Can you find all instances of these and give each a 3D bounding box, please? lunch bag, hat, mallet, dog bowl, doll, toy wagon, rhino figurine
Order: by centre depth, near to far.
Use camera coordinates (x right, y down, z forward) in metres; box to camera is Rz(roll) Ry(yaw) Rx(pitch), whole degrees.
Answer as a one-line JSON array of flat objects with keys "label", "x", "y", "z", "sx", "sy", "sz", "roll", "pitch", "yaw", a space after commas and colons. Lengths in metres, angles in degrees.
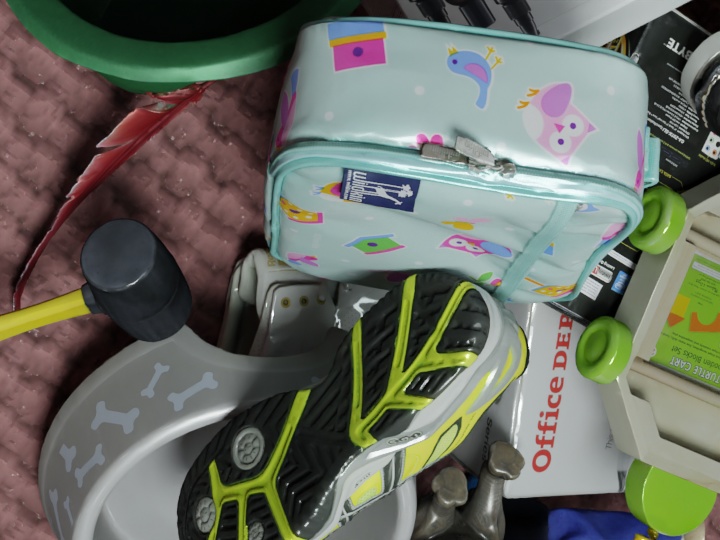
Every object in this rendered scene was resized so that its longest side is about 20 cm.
[{"label": "lunch bag", "x": 0.040, "y": -0.040, "z": 0.736, "sx": 0.159, "sy": 0.200, "sz": 0.078, "roll": 11, "pitch": 77, "yaw": -2}, {"label": "mallet", "x": -0.180, "y": 0.025, "z": 0.798, "sx": 0.199, "sy": 0.041, "sz": 0.066, "roll": -14, "pitch": 152, "yaw": -4}, {"label": "hat", "x": -0.090, "y": -0.103, "z": 0.830, "sx": 0.199, "sy": 0.166, "sz": 0.176, "roll": -9, "pitch": 148, "yaw": -6}, {"label": "toy wagon", "x": 0.178, "y": 0.052, "z": 0.862, "sx": 0.155, "sy": 0.040, "sz": 0.201, "roll": 23, "pitch": 90, "yaw": -27}, {"label": "rhino figurine", "x": 0.049, "y": 0.190, "z": 0.862, "sx": 0.059, "sy": 0.201, "sz": 0.088, "roll": 12, "pitch": 141, "yaw": -10}, {"label": "dog bowl", "x": -0.062, "y": 0.117, "z": 0.870, "sx": 0.199, "sy": 0.059, "sz": 0.201, "roll": -8, "pitch": 127, "yaw": -11}, {"label": "doll", "x": 0.095, "y": 0.167, "z": 0.961, "sx": 0.199, "sy": 0.137, "sz": 0.049, "roll": 5, "pitch": 132, "yaw": -1}]

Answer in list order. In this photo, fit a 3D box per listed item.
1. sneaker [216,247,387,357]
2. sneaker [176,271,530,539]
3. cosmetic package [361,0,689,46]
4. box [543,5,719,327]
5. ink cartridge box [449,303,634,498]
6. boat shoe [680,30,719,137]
[{"label": "sneaker", "x": 0.000, "y": 0.000, "z": 0.892, "sx": 0.115, "sy": 0.074, "sz": 0.201, "roll": 26, "pitch": 95, "yaw": -33}, {"label": "sneaker", "x": -0.002, "y": 0.084, "z": 0.781, "sx": 0.200, "sy": 0.076, "sz": 0.076, "roll": -38, "pitch": 146, "yaw": 22}, {"label": "cosmetic package", "x": 0.104, "y": -0.151, "z": 0.809, "sx": 0.199, "sy": 0.051, "sz": 0.083, "roll": -29, "pitch": 80, "yaw": -14}, {"label": "box", "x": 0.180, "y": -0.027, "z": 0.896, "sx": 0.199, "sy": 0.049, "sz": 0.160, "roll": 27, "pitch": 89, "yaw": -27}, {"label": "ink cartridge box", "x": 0.155, "y": 0.046, "z": 0.975, "sx": 0.199, "sy": 0.084, "sz": 0.147, "roll": 2, "pitch": 103, "yaw": -26}, {"label": "boat shoe", "x": 0.253, "y": -0.067, "z": 0.849, "sx": 0.199, "sy": 0.061, "sz": 0.074, "roll": 15, "pitch": 127, "yaw": -26}]
